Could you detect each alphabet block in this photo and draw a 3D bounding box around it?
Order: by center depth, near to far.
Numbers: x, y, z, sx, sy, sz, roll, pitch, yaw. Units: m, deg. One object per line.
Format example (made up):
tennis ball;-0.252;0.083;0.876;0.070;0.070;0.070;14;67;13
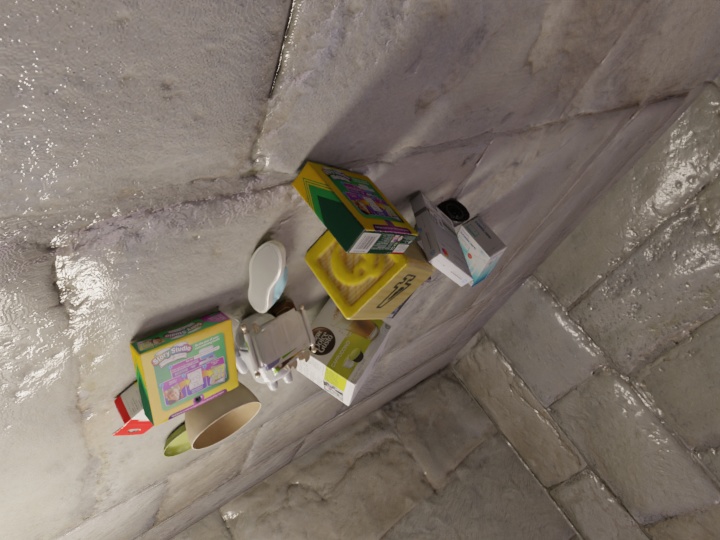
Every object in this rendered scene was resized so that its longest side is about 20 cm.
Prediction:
alphabet block;0.027;-0.017;1.206;0.197;0.196;0.199;-46;157;16

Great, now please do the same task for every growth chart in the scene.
growth chart;-0.180;0.165;1.200;0.018;0.147;0.199;0;-166;41

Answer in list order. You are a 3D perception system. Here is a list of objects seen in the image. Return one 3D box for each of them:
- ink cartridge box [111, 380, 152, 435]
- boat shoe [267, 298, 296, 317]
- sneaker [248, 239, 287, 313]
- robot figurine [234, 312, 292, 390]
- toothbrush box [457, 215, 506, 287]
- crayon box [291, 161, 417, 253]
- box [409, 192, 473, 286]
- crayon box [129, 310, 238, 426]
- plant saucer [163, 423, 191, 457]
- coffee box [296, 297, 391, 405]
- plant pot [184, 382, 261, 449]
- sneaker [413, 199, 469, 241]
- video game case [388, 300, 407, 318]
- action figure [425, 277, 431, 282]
ink cartridge box;-0.470;0.289;1.188;0.199;0.068;0.116;-39;159;2
boat shoe;-0.183;0.139;1.343;0.075;0.074;0.201;-34;159;-11
sneaker;-0.184;-0.001;1.087;0.082;0.073;0.201;-50;172;-45
robot figurine;-0.228;0.186;1.245;0.167;0.113;0.203;-25;113;-9
toothbrush box;0.393;-0.062;1.778;0.085;0.147;0.201;-28;158;-23
crayon box;-0.005;-0.111;0.963;0.058;0.173;0.199;-50;156;23
box;0.200;-0.076;1.289;0.041;0.202;0.155;-34;137;25
crayon box;-0.362;0.201;1.093;0.198;0.058;0.175;-21;121;-38
plant saucer;-0.515;0.498;1.596;0.199;0.031;0.201;-34;158;-15
coffee box;-0.053;0.224;1.488;0.201;0.196;0.201;-54;168;-27
plant pot;-0.381;0.353;1.373;0.199;0.135;0.201;-32;159;-14
sneaker;0.222;-0.137;1.470;0.197;0.077;0.091;-18;162;-28
video game case;0.061;0.076;1.579;0.197;0.026;0.182;9;134;-31
action figure;0.119;0.028;1.628;0.197;0.070;0.130;-5;151;-31
